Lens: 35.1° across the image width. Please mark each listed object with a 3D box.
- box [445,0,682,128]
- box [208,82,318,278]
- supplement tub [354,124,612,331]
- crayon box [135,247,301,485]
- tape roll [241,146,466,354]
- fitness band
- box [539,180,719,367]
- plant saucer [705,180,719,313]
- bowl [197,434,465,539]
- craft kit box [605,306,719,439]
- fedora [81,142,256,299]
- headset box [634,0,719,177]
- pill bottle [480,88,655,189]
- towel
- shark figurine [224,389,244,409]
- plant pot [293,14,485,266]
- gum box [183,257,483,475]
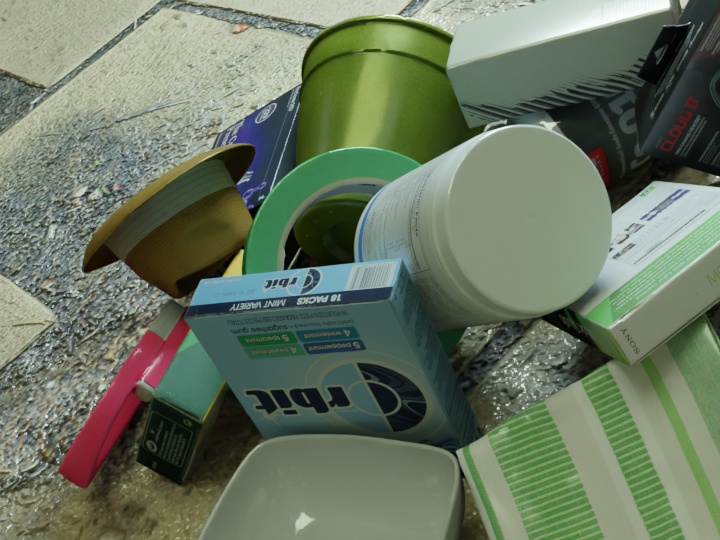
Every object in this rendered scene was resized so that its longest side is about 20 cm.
[{"bbox_3d":[0.180,-0.193,0.993,0.198,0.069,0.083,-11,37,24],"label":"box"},{"bbox_3d":[-0.103,-0.087,1.193,0.140,0.079,0.201,-23,35,30],"label":"box"},{"bbox_3d":[0.083,-0.024,0.844,0.132,0.132,0.200,-42,8,-19],"label":"supplement tub"},{"bbox_3d":[-0.126,0.073,1.009,0.051,0.126,0.201,27,52,1],"label":"crayon box"},{"bbox_3d":[0.000,0.000,0.958,0.200,0.201,0.048,-36,2,-12],"label":"tape roll"},{"bbox_3d":[-0.202,0.107,1.019,0.144,0.037,0.201,-53,5,37],"label":"fitness band"},{"bbox_3d":[0.203,-0.005,0.813,0.144,0.036,0.200,-37,10,-2],"label":"box"},{"bbox_3d":[0.240,-0.002,0.871,0.199,0.037,0.201,-34,12,8],"label":"plant saucer"},{"bbox_3d":[-0.025,0.221,0.820,0.198,0.075,0.201,0,45,29],"label":"bowl"},{"bbox_3d":[0.296,0.070,0.793,0.196,0.049,0.200,-1,30,34],"label":"craft kit box"},{"bbox_3d":[-0.154,-0.032,1.021,0.200,0.082,0.201,-37,-4,-3],"label":"fedora"},{"bbox_3d":[0.320,-0.147,0.895,0.198,0.150,0.078,16,44,-6],"label":"headset box"},{"bbox_3d":[0.208,-0.129,1.054,0.199,0.115,0.114,-32,38,-7],"label":"pill bottle"},{"bbox_3d":[0.168,0.140,0.742,0.199,0.023,0.154,-33,63,23],"label":"towel"},{"bbox_3d":[-0.034,0.046,1.020,0.213,0.090,0.128,-30,36,-7],"label":"shark figurine"},{"bbox_3d":[0.018,-0.103,1.092,0.198,0.201,0.195,-4,54,26],"label":"plant pot"},{"bbox_3d":[-0.015,0.082,0.870,0.168,0.201,0.045,-6,42,25],"label":"gum box"}]
